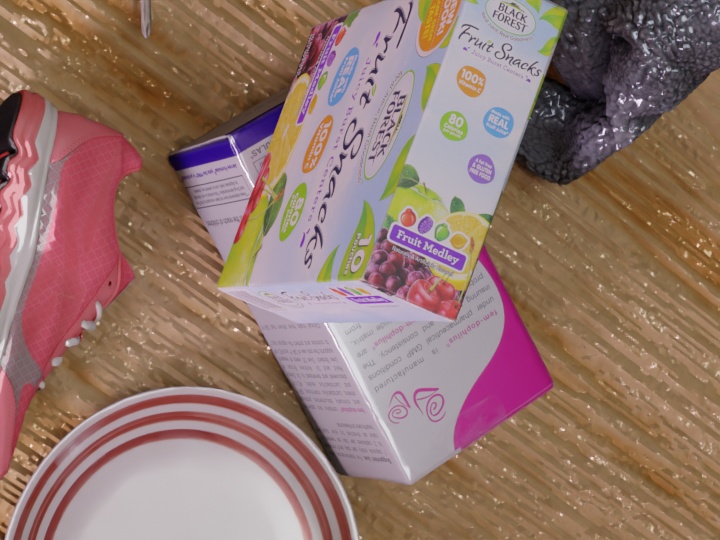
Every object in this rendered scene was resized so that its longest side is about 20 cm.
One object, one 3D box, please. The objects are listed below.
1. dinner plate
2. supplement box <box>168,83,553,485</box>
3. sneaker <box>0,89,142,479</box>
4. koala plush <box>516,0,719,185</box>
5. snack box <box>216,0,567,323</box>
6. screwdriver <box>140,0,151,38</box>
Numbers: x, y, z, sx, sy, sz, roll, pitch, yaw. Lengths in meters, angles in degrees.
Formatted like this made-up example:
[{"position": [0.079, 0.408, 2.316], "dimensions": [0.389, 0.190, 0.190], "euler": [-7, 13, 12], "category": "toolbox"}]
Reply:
[{"position": [-0.093, 0.161, 1.132], "dimensions": [0.199, 0.024, 0.202], "euler": [1, 88, -25], "category": "dinner plate"}, {"position": [0.000, 0.000, 1.135], "dimensions": [0.101, 0.103, 0.201], "euler": [-31, 99, -22], "category": "supplement box"}, {"position": [-0.155, 0.015, 1.082], "dimensions": [0.086, 0.074, 0.202], "euler": [13, 83, -24], "category": "sneaker"}, {"position": [0.122, -0.183, 1.169], "dimensions": [0.177, 0.184, 0.200], "euler": [-42, 93, -20], "category": "koala plush"}, {"position": [0.008, -0.050, 0.977], "dimensions": [0.053, 0.200, 0.143], "euler": [22, 81, -19], "category": "snack box"}, {"position": [-0.117, -0.221, 1.131], "dimensions": [0.029, 0.028, 0.202], "euler": [3, 88, 7], "category": "screwdriver"}]
